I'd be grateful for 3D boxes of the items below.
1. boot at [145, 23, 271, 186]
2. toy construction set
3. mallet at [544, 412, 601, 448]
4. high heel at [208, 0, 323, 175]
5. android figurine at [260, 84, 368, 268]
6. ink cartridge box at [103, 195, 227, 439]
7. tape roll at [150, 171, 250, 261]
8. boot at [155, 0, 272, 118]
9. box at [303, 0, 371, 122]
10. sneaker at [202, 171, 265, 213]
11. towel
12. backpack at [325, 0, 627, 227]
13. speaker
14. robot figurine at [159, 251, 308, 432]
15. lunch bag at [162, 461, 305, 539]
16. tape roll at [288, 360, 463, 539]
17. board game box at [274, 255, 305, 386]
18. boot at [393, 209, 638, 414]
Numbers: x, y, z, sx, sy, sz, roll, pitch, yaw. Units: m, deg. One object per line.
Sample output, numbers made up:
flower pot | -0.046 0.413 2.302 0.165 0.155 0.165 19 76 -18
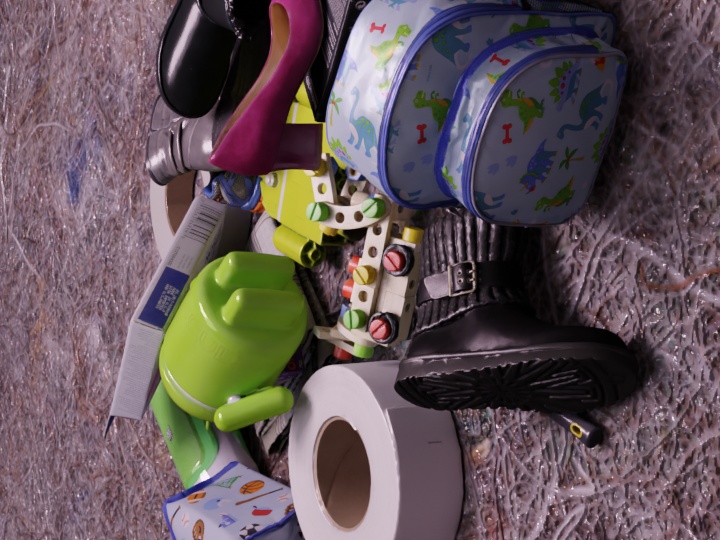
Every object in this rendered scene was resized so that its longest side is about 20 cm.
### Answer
boot | -0.155 -0.187 1.598 0.131 0.070 0.201 -3 60 38
toy construction set | 0.000 0.000 1.418 0.131 0.092 0.201 19 118 31
mallet | 0.123 0.096 1.277 0.200 0.041 0.066 46 129 43
high heel | -0.084 -0.180 1.337 0.067 0.096 0.201 168 103 -71
android figurine | -0.050 -0.100 1.540 0.200 0.041 0.183 32 116 52
ink cartridge box | -0.205 0.055 1.642 0.200 0.043 0.197 110 -179 -45
tape roll | -0.184 -0.082 1.770 0.203 0.037 0.204 5 96 58
boot | -0.125 -0.235 1.456 0.162 0.073 0.199 24 99 66
box | -0.010 -0.246 1.387 0.200 0.079 0.141 -106 28 -42
sneaker | -0.140 -0.159 1.651 0.075 0.078 0.201 -33 64 54
towel | -0.097 0.065 1.637 0.193 0.034 0.200 -58 45 42
backpack | 0.089 -0.126 1.157 0.147 0.199 0.184 44 127 46
speaker | -0.177 0.179 1.730 0.200 0.088 0.089 61 140 37
robot figurine | -0.123 0.066 1.491 0.200 0.115 0.176 -57 39 43
lunch bag | -0.102 0.320 1.581 0.170 0.124 0.201 18 129 56
tape roll | 0.011 0.183 1.432 0.202 0.071 0.203 5 96 59
board game box | -0.118 0.071 1.628 0.200 0.032 0.121 -34 67 58
boot | 0.126 0.024 1.227 0.210 0.079 0.158 -2 57 31
